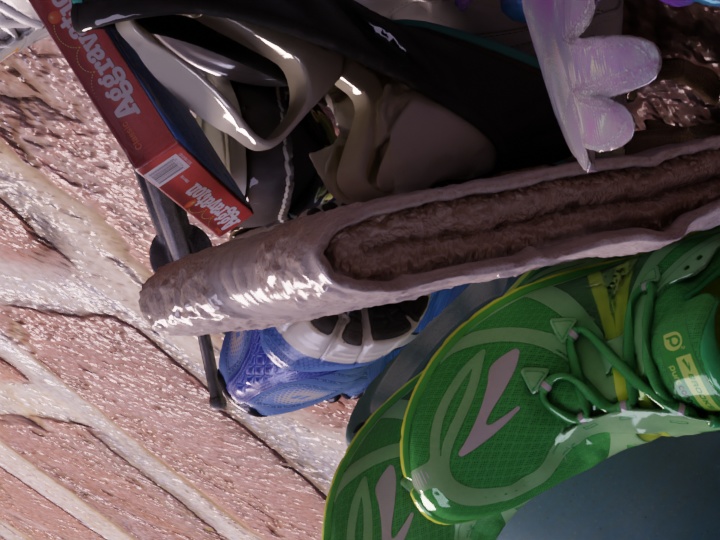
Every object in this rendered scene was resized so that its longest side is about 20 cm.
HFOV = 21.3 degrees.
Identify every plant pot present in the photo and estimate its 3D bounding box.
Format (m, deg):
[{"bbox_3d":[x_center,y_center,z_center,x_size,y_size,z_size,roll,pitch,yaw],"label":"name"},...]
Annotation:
[{"bbox_3d":[0.104,0.094,0.930,0.188,0.200,0.200,43,153,-10],"label":"plant pot"}]

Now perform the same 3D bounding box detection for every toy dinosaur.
[{"bbox_3d":[0.151,-0.056,0.732,0.101,0.058,0.200,4,162,4],"label":"toy dinosaur"}]

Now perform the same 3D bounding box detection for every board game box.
[{"bbox_3d":[-0.108,-0.107,0.684,0.200,0.019,0.103,57,-178,16],"label":"board game box"}]

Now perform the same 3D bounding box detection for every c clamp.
[{"bbox_3d":[-0.084,-0.027,0.861,0.027,0.171,0.200,-16,173,-3],"label":"c clamp"}]

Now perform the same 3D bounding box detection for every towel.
[{"bbox_3d":[0.037,-0.010,0.645,0.200,0.034,0.133,-12,177,-32],"label":"towel"}]

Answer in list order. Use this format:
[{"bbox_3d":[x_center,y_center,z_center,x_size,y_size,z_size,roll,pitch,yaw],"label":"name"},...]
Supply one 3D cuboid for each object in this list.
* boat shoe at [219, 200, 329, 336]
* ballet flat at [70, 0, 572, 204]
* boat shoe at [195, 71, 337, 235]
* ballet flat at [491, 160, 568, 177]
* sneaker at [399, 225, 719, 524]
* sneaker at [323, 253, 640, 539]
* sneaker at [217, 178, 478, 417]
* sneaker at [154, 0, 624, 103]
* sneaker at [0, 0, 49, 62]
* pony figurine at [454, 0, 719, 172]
[{"bbox_3d":[-0.007,-0.003,0.947,0.075,0.068,0.200,32,155,-23],"label":"boat shoe"},{"bbox_3d":[-0.010,-0.063,0.638,0.200,0.068,0.068,24,165,-20],"label":"ballet flat"},{"bbox_3d":[-0.038,-0.053,0.812,0.061,0.072,0.201,0,-176,-7],"label":"boat shoe"},{"bbox_3d":[0.142,0.013,0.854,0.200,0.065,0.071,23,159,-1],"label":"ballet flat"},{"bbox_3d":[0.102,0.028,0.688,0.074,0.200,0.084,61,-177,-6],"label":"sneaker"},{"bbox_3d":[0.054,0.062,0.780,0.074,0.200,0.084,38,179,-4],"label":"sneaker"},{"bbox_3d":[0.000,0.000,0.786,0.079,0.200,0.089,49,124,4],"label":"sneaker"},{"bbox_3d":[0.004,-0.114,0.713,0.200,0.075,0.100,12,141,13],"label":"sneaker"},{"bbox_3d":[-0.176,-0.103,0.842,0.200,0.092,0.076,-5,146,47],"label":"sneaker"},{"bbox_3d":[0.042,-0.128,0.561,0.200,0.167,0.193,17,-171,3],"label":"pony figurine"}]
